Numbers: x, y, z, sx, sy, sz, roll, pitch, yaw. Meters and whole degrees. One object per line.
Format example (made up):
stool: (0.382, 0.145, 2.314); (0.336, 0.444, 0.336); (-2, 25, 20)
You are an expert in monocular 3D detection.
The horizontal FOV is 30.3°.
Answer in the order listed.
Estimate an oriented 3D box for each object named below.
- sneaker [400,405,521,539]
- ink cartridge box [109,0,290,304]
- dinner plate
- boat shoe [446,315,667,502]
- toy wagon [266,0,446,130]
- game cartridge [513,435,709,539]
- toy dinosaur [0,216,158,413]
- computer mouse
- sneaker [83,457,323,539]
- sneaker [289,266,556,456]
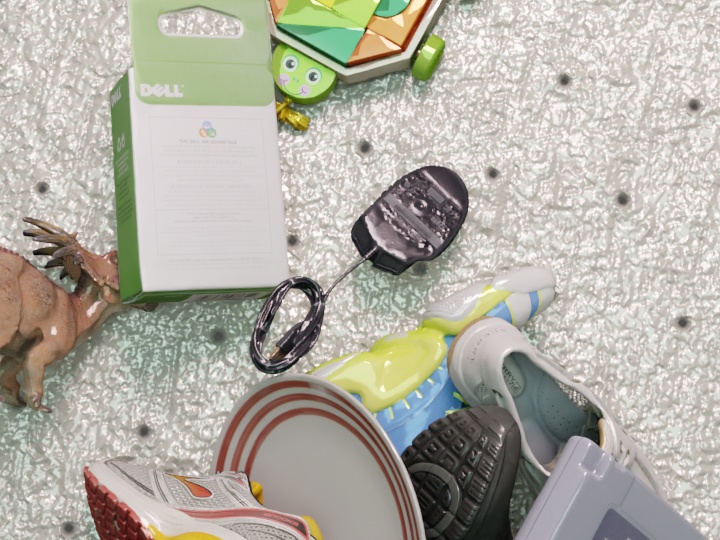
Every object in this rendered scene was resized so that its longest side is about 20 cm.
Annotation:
sneaker: (0.062, 0.170, 0.837); (0.090, 0.076, 0.202); (2, 121, -34)
ink cartridge box: (-0.111, -0.082, 0.894); (0.102, 0.059, 0.203); (-2, 82, -24)
dinner plate: (-0.027, 0.165, 0.842); (0.198, 0.024, 0.203); (5, 97, 44)
boat shoe: (0.134, 0.113, 0.836); (0.200, 0.069, 0.071); (44, 84, -20)
toy wagon: (-0.007, -0.193, 0.931); (0.154, 0.040, 0.202); (29, 85, 7)
game cartridge: (0.155, 0.203, 0.809); (0.200, 0.041, 0.134); (40, 72, -36)
toy dinosaur: (-0.228, 0.016, 0.864); (0.085, 0.199, 0.138); (6, 80, 34)
computer mouse: (0.000, 0.000, 0.884); (0.200, 0.034, 0.059); (-41, 78, -22)
sneaker: (-0.104, 0.167, 0.851); (0.198, 0.082, 0.079); (18, 127, 38)
sneaker: (0.054, 0.079, 0.879); (0.198, 0.076, 0.106); (-28, 85, 7)
